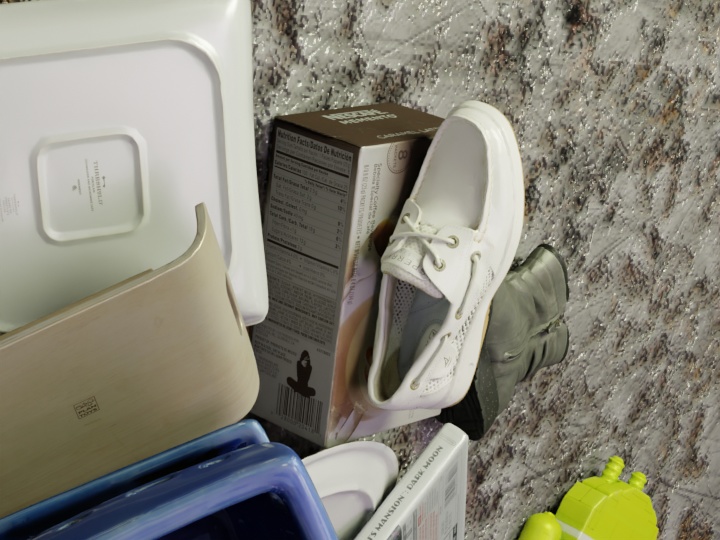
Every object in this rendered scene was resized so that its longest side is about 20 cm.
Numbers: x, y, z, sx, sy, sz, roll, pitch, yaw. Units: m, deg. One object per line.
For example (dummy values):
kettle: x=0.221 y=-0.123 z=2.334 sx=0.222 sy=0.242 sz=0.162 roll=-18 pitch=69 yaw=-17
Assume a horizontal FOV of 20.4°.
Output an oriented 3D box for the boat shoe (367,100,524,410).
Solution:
boat shoe: x=0.047 y=-0.004 z=1.224 sx=0.069 sy=0.071 sz=0.201 roll=-9 pitch=114 yaw=-48

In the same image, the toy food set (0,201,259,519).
toy food set: x=-0.156 y=0.051 z=1.063 sx=0.200 sy=0.060 sz=0.144 roll=-25 pitch=142 yaw=-10

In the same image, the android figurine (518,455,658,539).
android figurine: x=0.181 y=0.251 z=1.653 sx=0.182 sy=0.041 sz=0.200 roll=31 pitch=83 yaw=-51

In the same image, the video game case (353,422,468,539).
video game case: x=0.015 y=0.217 z=1.401 sx=0.182 sy=0.023 sz=0.200 roll=-51 pitch=161 yaw=-22

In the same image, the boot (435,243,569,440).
boot: x=0.100 y=0.015 z=1.442 sx=0.131 sy=0.068 sz=0.200 roll=-42 pitch=142 yaw=-36

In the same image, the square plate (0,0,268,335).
square plate: x=-0.146 y=-0.046 z=1.065 sx=0.198 sy=0.028 sz=0.201 roll=-9 pitch=111 yaw=-17

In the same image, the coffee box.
coffee box: x=0.000 y=0.000 z=1.293 sx=0.114 sy=0.080 sz=0.201 roll=-12 pitch=115 yaw=-46

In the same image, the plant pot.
plant pot: x=-0.096 y=0.198 z=1.024 sx=0.200 sy=0.180 sz=0.200 roll=-23 pitch=102 yaw=-5

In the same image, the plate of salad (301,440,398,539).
plate of salad: x=-0.060 y=0.177 z=1.313 sx=0.200 sy=0.048 sz=0.200 roll=-31 pitch=152 yaw=-19
